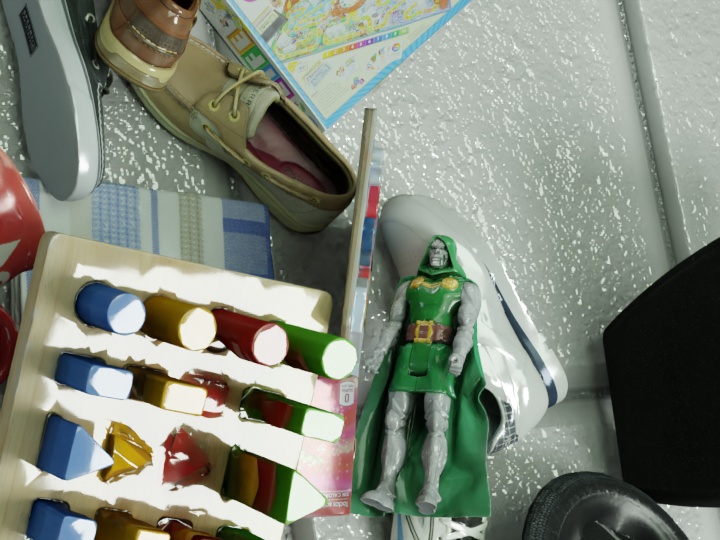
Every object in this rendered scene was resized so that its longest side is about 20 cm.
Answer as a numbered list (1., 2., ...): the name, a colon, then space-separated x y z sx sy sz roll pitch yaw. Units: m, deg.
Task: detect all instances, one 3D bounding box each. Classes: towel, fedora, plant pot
1. towel: -0.146 0.015 1.364 0.198 0.024 0.148 5 72 -31
2. fedora: 0.165 0.245 1.431 0.199 0.092 0.202 25 42 -26
3. plant pot: 0.296 0.091 1.513 0.199 0.177 0.201 6 71 -42

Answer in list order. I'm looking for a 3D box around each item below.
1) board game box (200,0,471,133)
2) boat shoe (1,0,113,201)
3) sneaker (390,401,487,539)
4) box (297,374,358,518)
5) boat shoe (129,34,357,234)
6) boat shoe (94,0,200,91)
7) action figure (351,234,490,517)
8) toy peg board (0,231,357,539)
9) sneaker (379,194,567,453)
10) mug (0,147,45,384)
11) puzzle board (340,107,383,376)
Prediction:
1. board game box: -0.014 -0.206 1.511 0.135 0.034 0.200 52 56 -8
2. boat shoe: -0.195 -0.141 1.349 0.056 0.069 0.202 0 67 -37
3. sneaker: 0.060 0.188 1.409 0.071 0.072 0.202 5 74 -32
4. box: -0.109 0.108 1.298 0.198 0.099 0.096 1 96 -32
5. boat shoe: -0.080 -0.111 1.418 0.200 0.066 0.074 39 59 -15
6. boat shoe: -0.135 -0.202 1.370 0.072 0.068 0.201 29 31 -23
7. action figure: 0.044 0.069 1.397 0.055 0.117 0.202 52 43 -60
8. toy peg board: -0.103 0.097 1.185 0.198 0.098 0.202 13 89 -32
9. sneaker: 0.070 0.036 1.467 0.080 0.076 0.201 -38 95 -25
10. mug: -0.292 0.019 1.209 0.200 0.133 0.178 -42 97 -31
11. puzzle board: 0.000 0.000 1.364 0.017 0.200 0.152 6 69 1
